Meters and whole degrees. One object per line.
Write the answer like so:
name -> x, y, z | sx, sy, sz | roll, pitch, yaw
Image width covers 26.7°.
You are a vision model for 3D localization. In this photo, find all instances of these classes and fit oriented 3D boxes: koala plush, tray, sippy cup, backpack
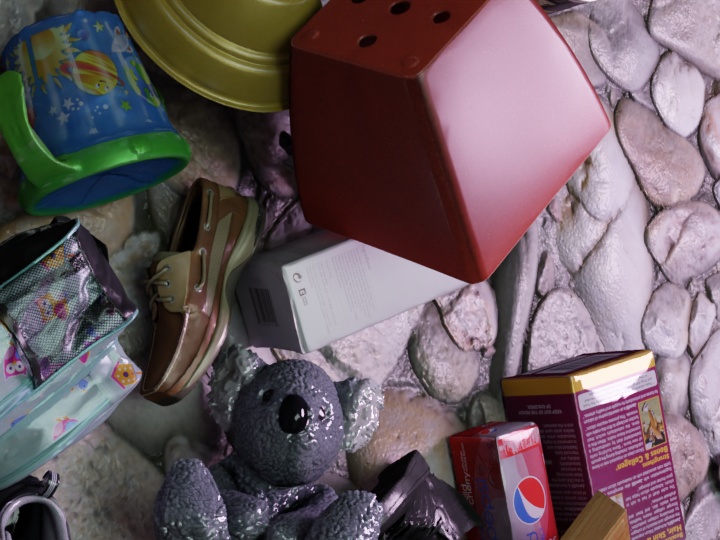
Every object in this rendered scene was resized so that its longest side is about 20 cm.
koala plush -> -0.069, 0.162, 1.246 | 0.175, 0.184, 0.202 | 10, 62, -2
tray -> 0.174, 0.303, 1.380 | 0.200, 0.037, 0.099 | -49, 153, -13
sippy cup -> -0.214, -0.126, 1.175 | 0.138, 0.178, 0.132 | -18, 85, -11
backpack -> -0.268, 0.072, 1.074 | 0.199, 0.175, 0.155 | -31, 101, -33

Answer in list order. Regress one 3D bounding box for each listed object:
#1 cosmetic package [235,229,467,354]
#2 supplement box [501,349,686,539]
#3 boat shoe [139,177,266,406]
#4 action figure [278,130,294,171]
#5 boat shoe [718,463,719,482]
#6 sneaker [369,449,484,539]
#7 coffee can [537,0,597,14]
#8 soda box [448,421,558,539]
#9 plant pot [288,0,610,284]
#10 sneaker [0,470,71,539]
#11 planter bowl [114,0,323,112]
cosmetic package -> 0.000, 0.000, 1.324 | 0.198, 0.113, 0.082 | -20, 100, -26
supplement box -> 0.235, 0.191, 1.527 | 0.130, 0.103, 0.202 | -11, 92, -39
boat shoe -> -0.145, 0.013, 1.254 | 0.074, 0.075, 0.202 | 34, 57, -26
action figure -> -0.033, -0.156, 1.350 | 0.201, 0.069, 0.130 | 54, 53, -15
boat shoe -> 0.491, 0.263, 1.759 | 0.199, 0.062, 0.073 | 37, 63, -31
sneaker -> 0.052, 0.227, 1.360 | 0.105, 0.060, 0.200 | 58, 19, -2
coffee can -> 0.133, -0.304, 1.432 | 0.145, 0.199, 0.148 | 6, 81, -39
soda box -> 0.145, 0.250, 1.466 | 0.063, 0.070, 0.202 | -12, 94, -39
plant pot -> 0.054, -0.143, 1.217 | 0.200, 0.199, 0.177 | -48, 137, -25
sneaker -> -0.273, 0.231, 1.089 | 0.075, 0.113, 0.202 | 30, 67, -33
planter bowl -> -0.094, -0.233, 1.220 | 0.199, 0.084, 0.202 | 20, 47, -23
